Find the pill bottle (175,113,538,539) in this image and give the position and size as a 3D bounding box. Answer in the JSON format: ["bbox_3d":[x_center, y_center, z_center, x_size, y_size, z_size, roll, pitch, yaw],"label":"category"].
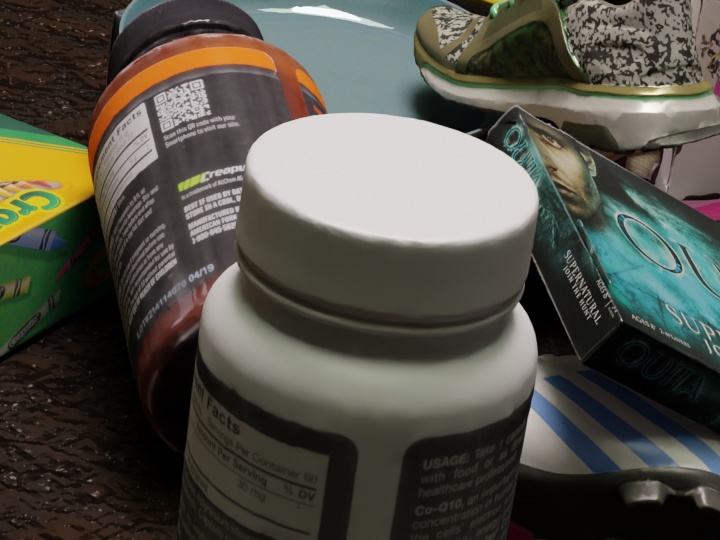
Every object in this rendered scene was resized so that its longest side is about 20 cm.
[{"bbox_3d":[-0.002,0.058,0.826,0.112,0.201,0.113,7,26,-4],"label":"pill bottle"}]

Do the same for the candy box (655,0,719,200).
[{"bbox_3d":[0.232,-0.131,1.305,0.199,0.169,0.072,-7,29,-29],"label":"candy box"}]

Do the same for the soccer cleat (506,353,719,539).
[{"bbox_3d":[0.056,0.066,0.974,0.199,0.070,0.087,13,37,-9],"label":"soccer cleat"}]

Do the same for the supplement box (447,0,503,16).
[{"bbox_3d":[0.079,-0.189,1.397,0.199,0.110,0.109,19,-6,20],"label":"supplement box"}]

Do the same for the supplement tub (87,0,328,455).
[{"bbox_3d":[-0.054,-0.024,1.025,0.106,0.107,0.201,0,45,-17],"label":"supplement tub"}]

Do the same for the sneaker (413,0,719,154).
[{"bbox_3d":[0.096,-0.113,1.136,0.076,0.089,0.200,-7,18,-34],"label":"sneaker"}]

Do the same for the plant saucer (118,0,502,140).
[{"bbox_3d":[-0.019,-0.096,1.210,0.199,0.028,0.201,7,30,-4],"label":"plant saucer"}]

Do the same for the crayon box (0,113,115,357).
[{"bbox_3d":[-0.196,-0.007,1.054,0.118,0.059,0.200,21,29,23],"label":"crayon box"}]

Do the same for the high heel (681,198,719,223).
[{"bbox_3d":[0.170,0.002,1.132,0.095,0.068,0.200,4,22,15],"label":"high heel"}]

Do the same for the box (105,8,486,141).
[{"bbox_3d":[-0.009,-0.090,1.284,0.199,0.051,0.157,30,34,35],"label":"box"}]

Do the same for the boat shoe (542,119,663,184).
[{"bbox_3d":[0.097,-0.036,1.162,0.071,0.065,0.200,-2,12,25],"label":"boat shoe"}]

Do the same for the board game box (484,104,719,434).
[{"bbox_3d":[0.143,0.020,1.010,0.199,0.028,0.136,27,27,-36],"label":"board game box"}]
